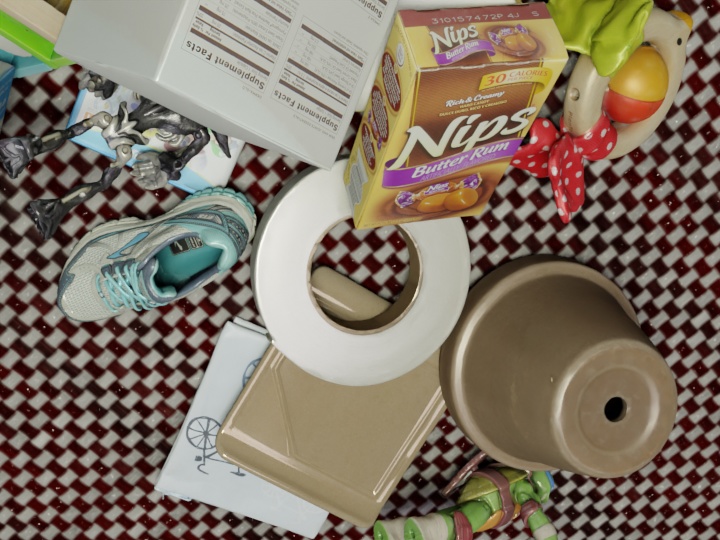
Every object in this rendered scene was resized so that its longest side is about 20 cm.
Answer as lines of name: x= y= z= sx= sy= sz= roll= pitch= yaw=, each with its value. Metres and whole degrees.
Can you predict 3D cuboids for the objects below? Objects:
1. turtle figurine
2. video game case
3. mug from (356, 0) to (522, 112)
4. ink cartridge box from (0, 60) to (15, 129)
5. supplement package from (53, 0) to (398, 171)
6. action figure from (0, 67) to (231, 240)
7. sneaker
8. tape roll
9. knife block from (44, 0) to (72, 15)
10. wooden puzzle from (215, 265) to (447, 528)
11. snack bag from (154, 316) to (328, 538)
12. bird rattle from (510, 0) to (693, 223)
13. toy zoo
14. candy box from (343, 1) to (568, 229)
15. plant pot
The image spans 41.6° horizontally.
turtle figurine: x=0.121 y=0.277 z=0.928 sx=0.191 sy=0.143 sz=0.204 roll=-6 pitch=111 yaw=-29
video game case: x=-0.144 y=-0.172 z=0.783 sx=0.141 sy=0.018 sz=0.202 roll=22 pitch=110 yaw=-16
mug: x=0.042 y=-0.189 z=0.734 sx=0.152 sy=0.150 sz=0.187 roll=-35 pitch=107 yaw=18
ink cartridge box: x=-0.340 y=-0.069 z=0.700 sx=0.113 sy=0.068 sz=0.203 roll=18 pitch=114 yaw=-12
supplement package: x=-0.075 y=-0.199 z=0.629 sx=0.149 sy=0.151 sz=0.203 roll=22 pitch=91 yaw=-44
action figure: x=-0.182 y=-0.114 z=0.744 sx=0.198 sy=0.102 sz=0.120 roll=-33 pitch=108 yaw=-20
sneaker: x=-0.184 y=-0.004 z=0.809 sx=0.197 sy=0.087 sz=0.078 roll=-26 pitch=117 yaw=15
tape roll: x=0.000 y=0.000 z=0.839 sx=0.199 sy=0.037 sz=0.207 roll=-3 pitch=101 yaw=-14
knife block: x=-0.261 y=-0.275 z=0.701 sx=0.064 sy=0.177 sz=0.199 roll=-43 pitch=151 yaw=20
wooden puzzle: x=-0.016 y=0.121 z=0.900 sx=0.183 sy=0.037 sz=0.202 roll=30 pitch=95 yaw=-17
snack bag: x=-0.083 y=0.163 z=0.936 sx=0.186 sy=0.021 sz=0.203 roll=21 pitch=107 yaw=-16
bird rattle: x=0.211 y=-0.144 z=0.787 sx=0.161 sy=0.112 sz=0.204 roll=-13 pitch=119 yaw=-31
toy zoo: x=-0.299 y=-0.180 z=0.684 sx=0.131 sy=0.197 sz=0.021 roll=32 pitch=68 yaw=-45
candy box: x=0.063 y=-0.110 z=0.717 sx=0.114 sy=0.057 sz=0.201 roll=-8 pitch=152 yaw=-17
plant pot: x=0.187 y=0.098 z=0.832 sx=0.196 sy=0.174 sz=0.205 roll=-2 pitch=99 yaw=-13
